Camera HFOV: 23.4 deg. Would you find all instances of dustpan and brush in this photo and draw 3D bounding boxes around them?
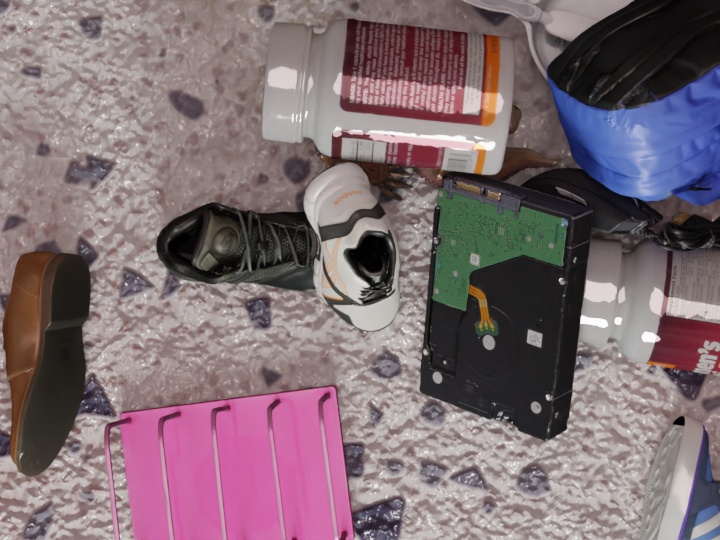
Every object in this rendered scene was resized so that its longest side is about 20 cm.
[{"bbox_3d":[0.173,-0.216,1.529,0.198,0.057,0.141,18,91,2],"label":"dustpan and brush"}]

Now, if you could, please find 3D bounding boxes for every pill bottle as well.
[{"bbox_3d":[0.022,-0.145,1.425,0.197,0.114,0.116,7,90,-1],"label":"pill bottle"},{"bbox_3d":[0.285,0.031,1.499,0.198,0.110,0.111,9,90,3],"label":"pill bottle"}]

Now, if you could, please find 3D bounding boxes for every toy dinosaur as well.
[{"bbox_3d":[0.067,-0.107,1.525,0.198,0.086,0.137,25,91,-2],"label":"toy dinosaur"}]

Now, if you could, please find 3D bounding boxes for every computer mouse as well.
[{"bbox_3d":[0.234,-0.058,1.503,0.199,0.140,0.047,17,104,42],"label":"computer mouse"}]

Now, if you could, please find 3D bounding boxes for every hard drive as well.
[{"bbox_3d":[0.122,0.028,1.478,0.139,0.038,0.202,18,115,34],"label":"hard drive"}]

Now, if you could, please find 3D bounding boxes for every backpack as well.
[{"bbox_3d":[0.269,-0.140,1.455,0.199,0.162,0.169,-28,119,-15],"label":"backpack"}]

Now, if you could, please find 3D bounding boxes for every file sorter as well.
[{"bbox_3d":[-0.114,0.185,1.510,0.197,0.125,0.141,-7,89,3],"label":"file sorter"}]

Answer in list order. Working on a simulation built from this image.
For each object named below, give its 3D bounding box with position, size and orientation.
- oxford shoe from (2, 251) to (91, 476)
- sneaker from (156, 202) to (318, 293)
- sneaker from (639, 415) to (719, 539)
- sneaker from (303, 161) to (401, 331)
[{"bbox_3d":[-0.291,0.082,1.558,0.071,0.071,0.203,9,91,30],"label":"oxford shoe"},{"bbox_3d":[-0.082,-0.019,1.516,0.197,0.114,0.077,3,91,0],"label":"sneaker"},{"bbox_3d":[0.323,0.238,1.519,0.145,0.081,0.202,11,87,-6],"label":"sneaker"},{"bbox_3d":[0.000,0.000,1.476,0.073,0.201,0.080,-28,55,-7],"label":"sneaker"}]
